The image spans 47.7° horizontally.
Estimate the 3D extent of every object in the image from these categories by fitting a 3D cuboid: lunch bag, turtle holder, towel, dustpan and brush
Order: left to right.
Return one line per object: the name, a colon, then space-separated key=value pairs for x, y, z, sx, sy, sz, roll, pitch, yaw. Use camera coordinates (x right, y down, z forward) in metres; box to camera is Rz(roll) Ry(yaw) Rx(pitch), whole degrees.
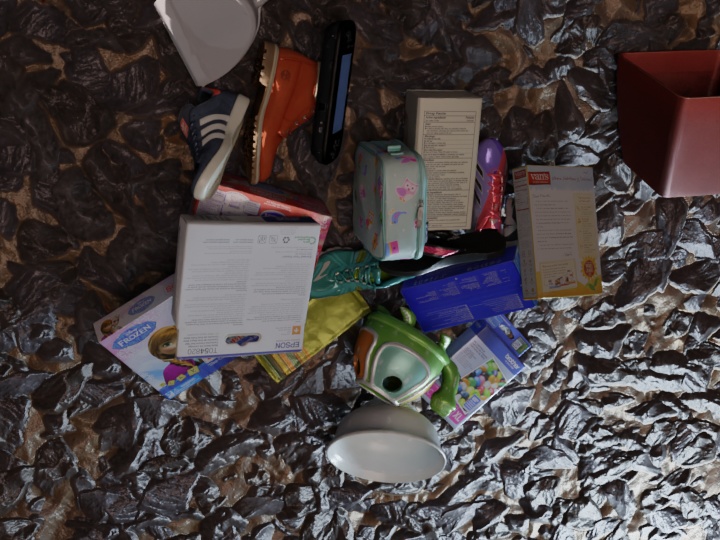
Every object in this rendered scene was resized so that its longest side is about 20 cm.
dustpan and brush: x=-0.167 y=-0.360 z=1.131 sx=0.199 sy=0.057 sz=0.140 roll=-23 pitch=124 yaw=3
towel: x=-0.082 y=0.096 z=1.330 sx=0.199 sy=0.018 sz=0.086 roll=-37 pitch=114 yaw=2
lunch bag: x=0.042 y=-0.109 z=1.185 sx=0.076 sy=0.200 sz=0.162 roll=-1 pitch=108 yaw=-14
turtle holder: x=0.069 y=0.151 z=1.314 sx=0.185 sy=0.140 sz=0.132 roll=42 pitch=72 yaw=-38

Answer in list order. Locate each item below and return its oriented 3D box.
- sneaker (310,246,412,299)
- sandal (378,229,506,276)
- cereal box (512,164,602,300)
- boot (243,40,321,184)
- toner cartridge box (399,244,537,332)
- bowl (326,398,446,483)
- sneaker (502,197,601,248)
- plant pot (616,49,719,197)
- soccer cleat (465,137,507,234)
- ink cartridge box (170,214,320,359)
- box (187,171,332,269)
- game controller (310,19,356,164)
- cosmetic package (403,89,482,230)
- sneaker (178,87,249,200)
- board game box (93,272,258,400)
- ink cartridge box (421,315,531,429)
sneaker: x=0.000 y=0.000 z=1.274 sx=0.198 sy=0.080 sz=0.078 roll=-13 pitch=104 yaw=-12
sandal: x=0.122 y=-0.039 z=1.239 sx=0.198 sy=0.075 sz=0.045 roll=-11 pitch=133 yaw=-1
cereal box: x=0.303 y=-0.059 z=1.248 sx=0.143 sy=0.039 sz=0.202 roll=-2 pitch=86 yaw=-32
boot: x=-0.110 y=-0.217 z=1.175 sx=0.106 sy=0.075 sz=0.202 roll=9 pitch=100 yaw=-23
toner cartridge box: x=0.172 y=0.032 z=1.296 sx=0.199 sy=0.043 sz=0.095 roll=-15 pitch=121 yaw=29
bowl: x=0.045 y=0.275 z=1.365 sx=0.199 sy=0.091 sz=0.202 roll=4 pitch=144 yaw=3
sneaker: x=0.308 y=-0.089 z=1.318 sx=0.197 sy=0.079 sz=0.131 roll=-9 pitch=99 yaw=-22
plant pot: x=0.514 y=-0.224 z=1.267 sx=0.198 sy=0.201 sz=0.178 roll=-4 pitch=124 yaw=-11
soccer cleat: x=0.204 y=-0.106 z=1.290 sx=0.066 sy=0.077 sz=0.202 roll=0 pitch=111 yaw=-15
ink cartridge box: x=-0.163 y=0.022 z=1.146 sx=0.198 sy=0.041 sz=0.202 roll=0 pitch=111 yaw=-28
box: x=-0.153 y=-0.074 z=1.209 sx=0.198 sy=0.096 sz=0.100 roll=14 pitch=107 yaw=-17
game controller: x=-0.034 y=-0.255 z=1.168 sx=0.042 sy=0.104 sz=0.202 roll=15 pitch=109 yaw=16
cosmetic package: x=0.119 y=-0.169 z=1.241 sx=0.102 sy=0.087 sz=0.202 roll=0 pitch=111 yaw=-11
sneaker: x=-0.217 y=-0.178 z=1.119 sx=0.084 sy=0.201 sz=0.075 roll=20 pitch=135 yaw=-10
board game box: x=-0.260 y=0.089 z=1.227 sx=0.199 sy=0.041 sz=0.200 roll=-32 pitch=141 yaw=0
ink cartridge box: x=0.197 y=0.169 z=1.411 sx=0.200 sy=0.042 sz=0.119 roll=-44 pitch=113 yaw=3
